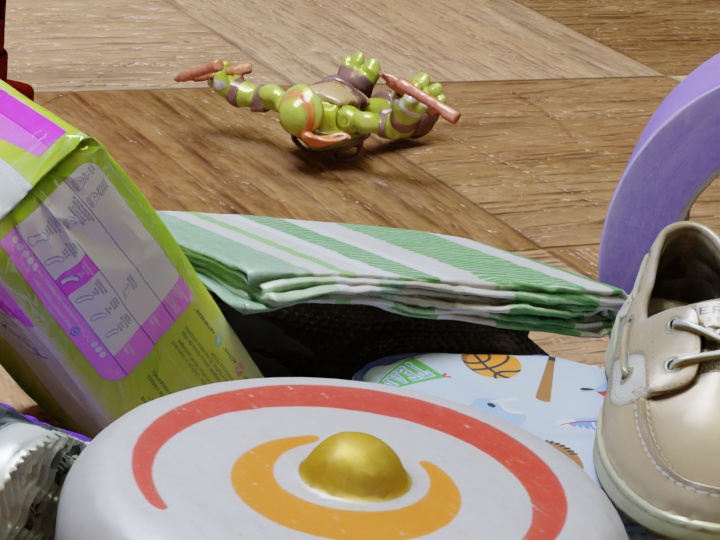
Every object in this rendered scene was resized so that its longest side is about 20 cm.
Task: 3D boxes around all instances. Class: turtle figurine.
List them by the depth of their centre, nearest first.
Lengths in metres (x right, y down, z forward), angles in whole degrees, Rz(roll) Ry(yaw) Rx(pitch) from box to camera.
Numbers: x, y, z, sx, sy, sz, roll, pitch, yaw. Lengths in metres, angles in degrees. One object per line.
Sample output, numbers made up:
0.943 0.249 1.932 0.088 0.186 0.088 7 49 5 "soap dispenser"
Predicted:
-0.006 -0.102 1.405 0.198 0.065 0.161 7 10 25 "turtle figurine"

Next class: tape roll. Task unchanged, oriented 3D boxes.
0.214 -0.007 1.025 0.198 0.202 0.085 11 20 11 "tape roll"

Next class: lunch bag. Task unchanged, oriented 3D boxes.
0.087 0.097 0.882 0.198 0.076 0.160 2 23 -16 "lunch bag"

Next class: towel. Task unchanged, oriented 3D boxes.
0.000 0.000 0.966 0.199 0.024 0.152 3 11 -34 "towel"

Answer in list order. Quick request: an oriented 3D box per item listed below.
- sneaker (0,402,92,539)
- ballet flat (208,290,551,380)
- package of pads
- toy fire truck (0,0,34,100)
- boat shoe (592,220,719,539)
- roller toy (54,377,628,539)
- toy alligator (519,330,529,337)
-0.140 0.070 0.750 0.099 0.070 0.200 22 -13 8 "sneaker"
-0.008 0.036 0.995 0.198 0.068 0.046 5 36 16 "ballet flat"
-0.122 0.004 0.892 0.068 0.200 0.154 -45 45 -14 "package of pads"
-0.209 -0.108 1.147 0.127 0.202 0.176 10 20 10 "toy fire truck"
0.131 0.041 0.855 0.071 0.065 0.200 10 24 0 "boat shoe"
-0.009 0.118 0.692 0.181 0.141 0.200 12 21 13 "roller toy"
0.015 0.041 1.046 0.198 0.060 0.054 14 -21 21 "toy alligator"
